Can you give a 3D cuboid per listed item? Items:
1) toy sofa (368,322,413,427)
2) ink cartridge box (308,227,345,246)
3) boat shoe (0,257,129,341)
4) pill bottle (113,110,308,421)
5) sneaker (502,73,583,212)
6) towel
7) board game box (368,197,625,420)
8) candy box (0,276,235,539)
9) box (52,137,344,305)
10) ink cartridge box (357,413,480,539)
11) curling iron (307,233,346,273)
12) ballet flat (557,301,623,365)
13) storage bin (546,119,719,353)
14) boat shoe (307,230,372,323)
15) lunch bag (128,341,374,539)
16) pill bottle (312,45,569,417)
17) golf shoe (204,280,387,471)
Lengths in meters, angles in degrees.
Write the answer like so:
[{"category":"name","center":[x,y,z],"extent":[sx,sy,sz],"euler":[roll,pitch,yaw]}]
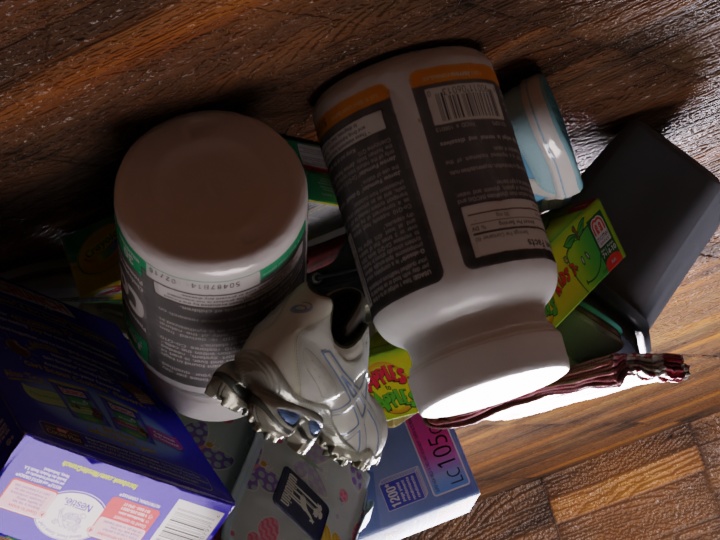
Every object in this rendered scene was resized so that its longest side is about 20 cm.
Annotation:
[{"category":"toy sofa","center":[-0.036,0.047,1.812],"extent":[0.199,0.083,0.097],"euler":[5,-162,31]},{"category":"ink cartridge box","center":[0.021,0.014,1.951],"extent":[0.144,0.084,0.200],"euler":[-22,168,20]},{"category":"boat shoe","center":[-0.197,0.036,1.772],"extent":[0.074,0.069,0.200],"euler":[-25,166,31]},{"category":"pill bottle","center":[-0.088,0.003,1.554],"extent":[0.112,0.114,0.200],"euler":[-15,150,-11]},{"category":"sneaker","center":[0.073,-0.062,1.694],"extent":[0.130,0.080,0.200],"euler":[-19,167,-1]},{"category":"towel","center":[0.142,0.086,1.820],"extent":[0.143,0.023,0.200],"euler":[-16,172,21]},{"category":"board game box","center":[0.084,0.025,1.713],"extent":[0.101,0.048,0.200],"euler":[-16,-164,38]},{"category":"candy box","center":[-0.192,0.089,1.585],"extent":[0.169,0.200,0.077],"euler":[24,110,-40]},{"category":"box","center":[-0.102,-0.025,1.691],"extent":[0.199,0.049,0.117],"euler":[-25,167,22]},{"category":"ink cartridge box","center":[-0.031,0.143,1.877],"extent":[0.199,0.137,0.076],"euler":[-21,164,-8]},{"category":"curling iron","center":[-0.040,0.004,1.746],"extent":[0.199,0.050,0.026],"euler":[-15,145,-19]},{"category":"ballet flat","center":[0.128,0.046,1.826],"extent":[0.064,0.067,0.200],"euler":[-56,-163,-2]},{"category":"storage bin","center":[0.187,-0.028,1.905],"extent":[0.135,0.145,0.200],"euler":[-52,168,-4]},{"category":"boat shoe","center":[0.001,0.000,1.685],"extent":[0.199,0.066,0.074],"euler":[-26,167,22]},{"category":"lunch bag","center":[-0.099,0.159,1.732],"extent":[0.199,0.170,0.128],"euler":[22,132,3]},{"category":"pill bottle","center":[0.051,-0.022,1.542],"extent":[0.116,0.201,0.116],"euler":[-16,168,-3]},{"category":"golf shoe","center":[-0.014,0.060,1.547],"extent":[0.098,0.078,0.200],"euler":[-59,162,1]}]
